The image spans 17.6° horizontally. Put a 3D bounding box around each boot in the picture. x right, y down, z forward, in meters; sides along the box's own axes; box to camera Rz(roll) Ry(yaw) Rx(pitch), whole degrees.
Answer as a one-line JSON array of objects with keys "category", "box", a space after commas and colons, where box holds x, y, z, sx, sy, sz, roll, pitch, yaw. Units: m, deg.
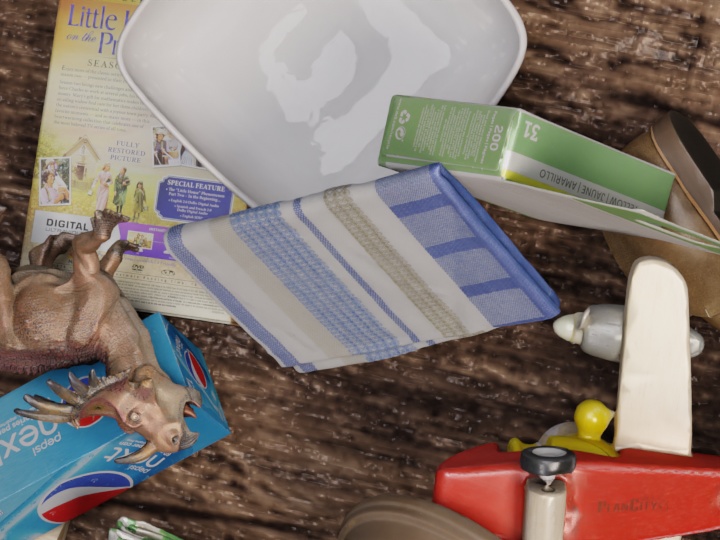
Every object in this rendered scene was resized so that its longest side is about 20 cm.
[{"category": "boot", "box": [0.208, 0.009, 1.363, 0.075, 0.074, 0.200, -36, 71, 22]}]

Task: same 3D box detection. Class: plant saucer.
[{"category": "plant saucer", "box": [0.060, 0.211, 1.311, 0.200, 0.200, 0.029, 38, 59, 13]}]

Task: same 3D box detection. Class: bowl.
[{"category": "bowl", "box": [-0.022, -0.129, 1.394, 0.200, 0.075, 0.200, 42, 86, 0]}]

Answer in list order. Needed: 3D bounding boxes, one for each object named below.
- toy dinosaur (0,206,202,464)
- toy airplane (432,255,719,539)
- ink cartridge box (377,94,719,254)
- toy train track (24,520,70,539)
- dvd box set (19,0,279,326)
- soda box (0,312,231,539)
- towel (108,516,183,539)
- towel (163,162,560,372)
[{"category": "toy dinosaur", "box": [-0.188, 0.035, 1.377, 0.199, 0.086, 0.136, 7, 76, 31]}, {"category": "toy airplane", "box": [0.154, 0.119, 1.335, 0.200, 0.141, 0.199, -46, 113, -6]}, {"category": "ink cartridge box", "box": [0.128, -0.050, 1.289, 0.200, 0.145, 0.048, 11, 85, 46]}, {"category": "toy train track", "box": [-0.223, 0.248, 1.442, 0.114, 0.033, 0.201, 16, 87, 13]}, {"category": "dvd box set", "box": [-0.132, -0.073, 1.454, 0.146, 0.029, 0.201, 7, 87, 13]}, {"category": "soda box", "box": [-0.186, 0.109, 1.423, 0.200, 0.064, 0.068, -29, 59, 9]}, {"category": "towel", "box": [-0.062, 0.234, 1.372, 0.199, 0.023, 0.153, 21, 132, 13]}, {"category": "towel", "box": [0.000, 0.000, 1.340, 0.199, 0.147, 0.024, -13, 47, 34]}]
